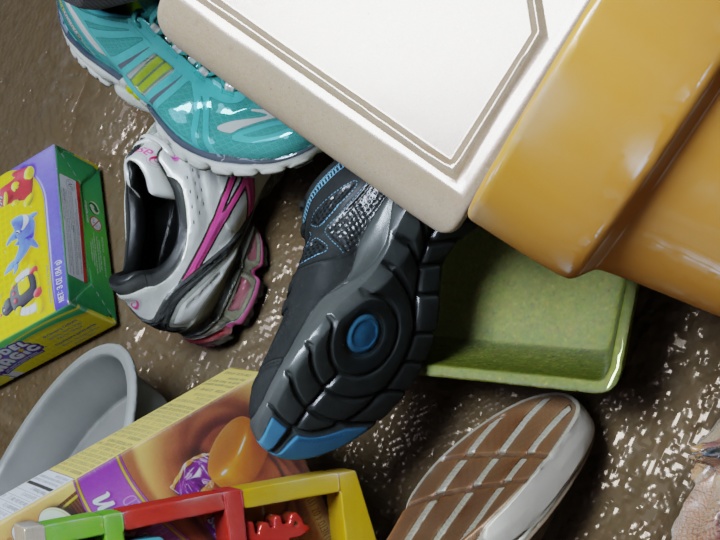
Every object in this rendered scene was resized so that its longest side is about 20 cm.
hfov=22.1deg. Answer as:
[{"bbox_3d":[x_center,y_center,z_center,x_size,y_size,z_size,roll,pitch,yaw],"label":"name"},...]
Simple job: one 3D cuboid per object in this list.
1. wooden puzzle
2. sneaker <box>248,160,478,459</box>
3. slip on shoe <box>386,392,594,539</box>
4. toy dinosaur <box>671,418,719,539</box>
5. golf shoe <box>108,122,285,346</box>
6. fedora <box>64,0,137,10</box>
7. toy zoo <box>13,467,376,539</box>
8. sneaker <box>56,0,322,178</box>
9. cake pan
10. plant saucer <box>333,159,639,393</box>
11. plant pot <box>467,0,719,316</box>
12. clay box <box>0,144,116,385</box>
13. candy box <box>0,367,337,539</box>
[{"bbox_3d":[0.022,-0.147,0.849,0.185,0.037,0.201,36,107,16],"label":"wooden puzzle"},{"bbox_3d":[0.000,0.000,0.911,0.082,0.073,0.201,22,77,46],"label":"sneaker"},{"bbox_3d":[0.049,0.148,0.882,0.200,0.061,0.076,-52,28,-14],"label":"slip on shoe"},{"bbox_3d":[0.172,0.148,0.773,0.135,0.086,0.200,-41,58,10],"label":"toy dinosaur"},{"bbox_3d":[-0.089,-0.063,1.047,0.072,0.092,0.201,-5,68,37],"label":"golf shoe"},{"bbox_3d":[-0.120,-0.204,0.961,0.176,0.091,0.200,29,65,29],"label":"fedora"},{"bbox_3d":[-0.060,0.170,0.882,0.020,0.199,0.132,-2,95,65],"label":"toy zoo"},{"bbox_3d":[-0.096,-0.117,1.000,0.199,0.080,0.078,32,62,24],"label":"sneaker"},{"bbox_3d":[-0.165,0.138,1.017,0.200,0.037,0.201,-44,28,32],"label":"cake pan"},{"bbox_3d":[0.073,-0.037,0.939,0.199,0.048,0.201,4,75,38],"label":"plant saucer"},{"bbox_3d":[0.173,-0.057,0.767,0.183,0.200,0.201,33,95,4],"label":"plant pot"},{"bbox_3d":[-0.245,0.017,1.164,0.199,0.048,0.116,-27,58,26],"label":"clay box"},{"bbox_3d":[-0.113,0.145,0.900,0.199,0.117,0.056,-29,12,-22],"label":"candy box"}]
